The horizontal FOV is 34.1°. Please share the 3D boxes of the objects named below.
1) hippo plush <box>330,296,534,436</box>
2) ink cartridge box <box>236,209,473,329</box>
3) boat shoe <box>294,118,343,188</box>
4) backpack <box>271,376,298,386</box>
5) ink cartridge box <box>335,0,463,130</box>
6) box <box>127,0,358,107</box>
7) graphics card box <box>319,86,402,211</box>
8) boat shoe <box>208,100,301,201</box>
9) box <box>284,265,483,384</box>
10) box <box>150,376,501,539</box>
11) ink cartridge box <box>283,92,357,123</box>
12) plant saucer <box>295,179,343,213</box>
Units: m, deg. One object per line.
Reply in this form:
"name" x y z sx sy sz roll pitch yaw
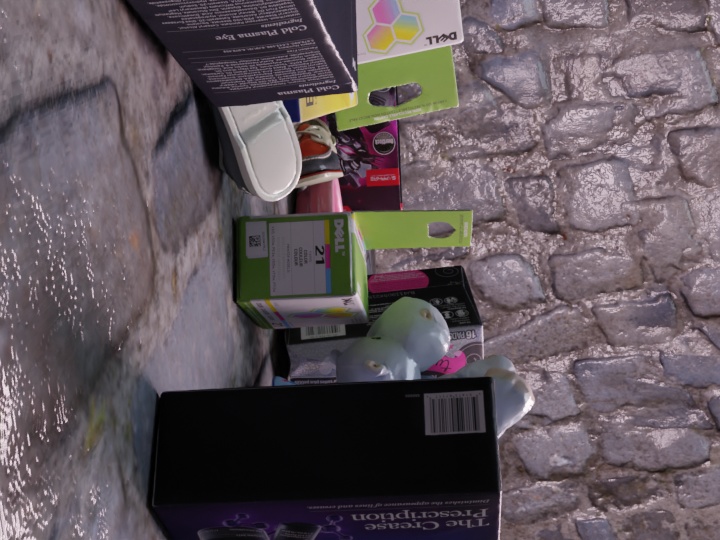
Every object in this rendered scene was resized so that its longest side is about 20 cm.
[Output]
"hippo plush" 0.042 0.118 1.099 0.200 0.161 0.159 -48 -168 -17
"ink cartridge box" 0.000 0.000 1.032 0.148 0.199 0.076 68 20 -77
"boat shoe" -0.056 -0.126 1.259 0.200 0.071 0.063 -82 163 -79
"backpack" -0.030 0.191 0.987 0.200 0.134 0.183 -92 178 -55
"ink cartridge box" 0.033 -0.240 1.241 0.076 0.147 0.201 -106 -175 -60
"box" -0.070 -0.228 0.713 0.182 0.103 0.201 50 37 -70
"graphics card box" -0.009 -0.165 1.570 0.051 0.125 0.201 -44 132 -84
"boat shoe" -0.097 -0.147 0.877 0.062 0.073 0.201 24 -44 45
"box" 0.023 0.084 1.237 0.132 0.199 0.115 -100 -176 -61
"box" -0.014 0.134 0.728 0.141 0.199 0.079 79 9 -59
"ink cartridge box" -0.060 -0.235 1.052 0.200 0.047 0.199 -39 127 -67
"plant saucer" -0.045 -0.021 1.436 0.201 0.051 0.202 -5 90 -86
